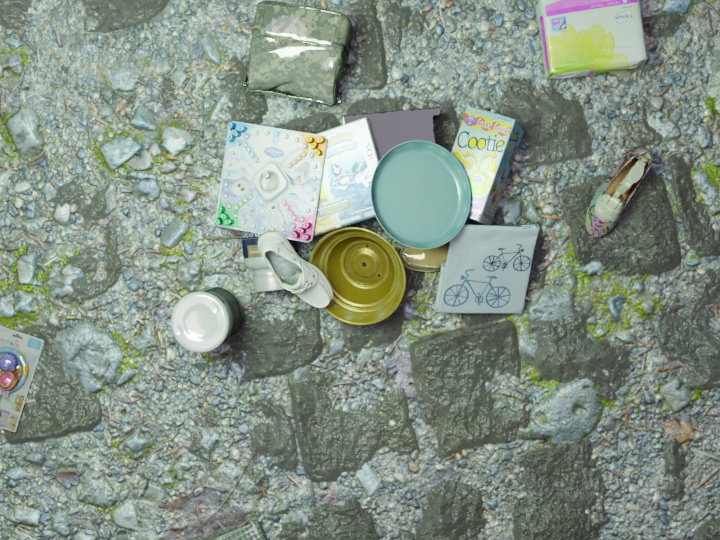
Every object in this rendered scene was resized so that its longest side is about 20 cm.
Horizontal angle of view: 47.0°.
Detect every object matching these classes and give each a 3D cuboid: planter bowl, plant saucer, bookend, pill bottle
[{"bbox_3d":[0.000,0.000,1.645,0.197,0.084,0.204,5,110,13],"label":"planter bowl"},{"bbox_3d":[0.110,-0.140,1.543,0.197,0.027,0.204,1,86,-16],"label":"plant saucer"},{"bbox_3d":[0.068,-0.211,1.640,0.196,0.092,0.202,-5,94,1],"label":"bookend"},{"bbox_3d":[-0.292,0.091,1.612,0.111,0.200,0.115,0,93,2],"label":"pill bottle"},{"bbox_3d":[-0.182,-0.063,1.645,0.109,0.111,0.204,-6,92,2],"label":"pill bottle"}]

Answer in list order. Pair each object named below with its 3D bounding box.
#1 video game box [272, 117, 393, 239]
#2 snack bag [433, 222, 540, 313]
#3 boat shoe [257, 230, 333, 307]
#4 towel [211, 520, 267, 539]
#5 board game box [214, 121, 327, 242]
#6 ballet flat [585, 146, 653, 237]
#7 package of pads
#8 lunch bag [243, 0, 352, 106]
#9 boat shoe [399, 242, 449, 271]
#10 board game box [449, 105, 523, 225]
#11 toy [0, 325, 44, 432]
[{"bbox_3d":[-0.050,-0.173,1.580,0.197,0.047,0.185,-17,90,13],"label":"video game box"},{"bbox_3d":[0.246,-0.004,1.626,0.185,0.021,0.203,1,117,-10],"label":"snack bag"},{"bbox_3d":[-0.125,0.014,1.571,0.070,0.070,0.200,-34,121,18],"label":"boat shoe"},{"bbox_3d":[-0.262,0.645,1.729,0.198,0.035,0.195,-25,95,1],"label":"towel"},{"bbox_3d":[-0.173,-0.169,1.567,0.197,0.026,0.203,10,95,10],"label":"board game box"},{"bbox_3d":[0.513,-0.158,1.639,0.069,0.071,0.202,32,94,-1],"label":"ballet flat"},{"bbox_3d":[0.454,-0.464,1.627,0.197,0.068,0.157,-9,92,3],"label":"package of pads"},{"bbox_3d":[-0.121,-0.416,1.612,0.197,0.139,0.171,11,93,2],"label":"lunch bag"},{"bbox_3d":[0.176,-0.037,1.653,0.196,0.076,0.073,-7,93,2],"label":"boat shoe"},{"bbox_3d":[0.231,-0.201,1.618,0.102,0.105,0.203,21,93,21],"label":"board game box"},{"bbox_3d":[-0.742,0.225,1.710,0.113,0.047,0.203,18,94,-1],"label":"toy"}]
